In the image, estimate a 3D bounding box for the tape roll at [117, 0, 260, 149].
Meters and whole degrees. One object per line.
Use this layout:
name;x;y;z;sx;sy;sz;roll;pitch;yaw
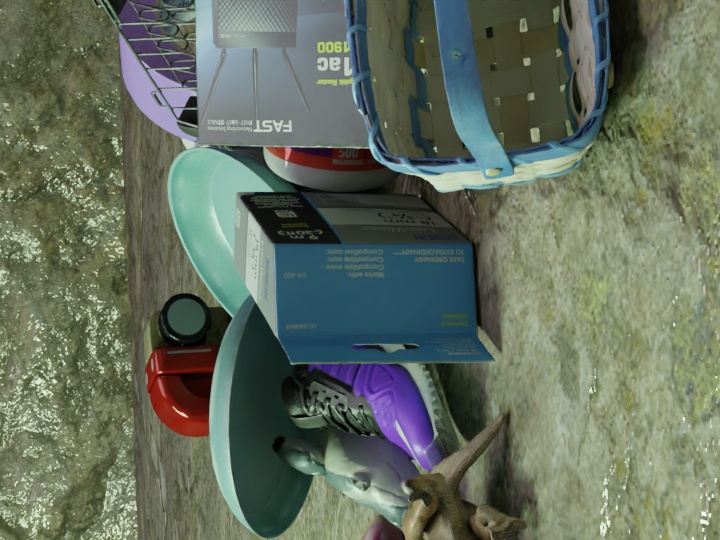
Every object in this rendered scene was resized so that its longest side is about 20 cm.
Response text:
tape roll;-0.101;-0.196;1.342;0.066;0.199;0.201;97;164;-51

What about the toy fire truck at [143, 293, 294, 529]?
toy fire truck;-0.105;0.132;1.474;0.129;0.175;0.201;126;139;-66

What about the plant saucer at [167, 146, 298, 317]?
plant saucer;-0.082;-0.022;1.336;0.200;0.036;0.200;35;145;29

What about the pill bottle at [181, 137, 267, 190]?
pill bottle;-0.100;-0.152;1.437;0.112;0.112;0.201;117;167;-61

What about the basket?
basket;0.059;-0.134;0.840;0.200;0.139;0.177;34;-131;-70

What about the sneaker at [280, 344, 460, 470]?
sneaker;-0.002;0.093;1.163;0.200;0.099;0.070;54;171;53

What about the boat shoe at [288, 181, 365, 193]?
boat shoe;-0.030;-0.058;1.370;0.200;0.074;0.062;138;127;-79

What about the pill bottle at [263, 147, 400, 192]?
pill bottle;-0.014;-0.168;1.207;0.112;0.112;0.201;-121;32;-62

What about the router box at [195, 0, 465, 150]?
router box;-0.019;-0.159;1.098;0.062;0.199;0.150;-13;-76;-59

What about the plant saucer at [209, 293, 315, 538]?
plant saucer;-0.072;0.103;1.231;0.200;0.027;0.201;3;-90;-72

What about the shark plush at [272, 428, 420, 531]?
shark plush;0.028;0.159;1.197;0.200;0.091;0.083;22;141;41

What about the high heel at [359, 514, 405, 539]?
high heel;0.003;0.297;1.301;0.096;0.067;0.200;-94;24;-52

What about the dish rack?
dish rack;-0.121;-0.203;1.173;0.154;0.054;0.200;-69;-29;-27

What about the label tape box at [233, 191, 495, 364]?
label tape box;0.000;0.000;1.119;0.200;0.144;0.064;-130;43;-66

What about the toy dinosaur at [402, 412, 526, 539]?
toy dinosaur;0.056;0.194;1.062;0.136;0.086;0.201;110;164;-81
